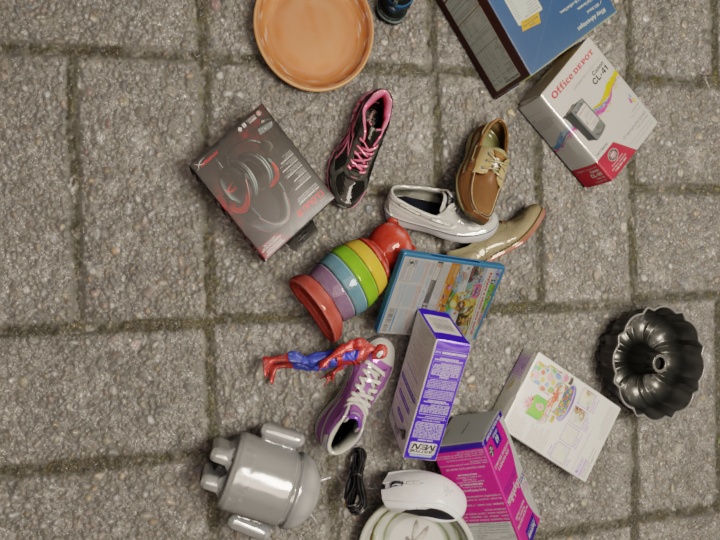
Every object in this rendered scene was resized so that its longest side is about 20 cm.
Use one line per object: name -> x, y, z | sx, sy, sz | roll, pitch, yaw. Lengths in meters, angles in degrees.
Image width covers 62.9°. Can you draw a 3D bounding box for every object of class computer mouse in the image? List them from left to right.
computer mouse -> 0.071, 0.340, 0.925 | 0.193, 0.111, 0.045 | 5, 126, 10

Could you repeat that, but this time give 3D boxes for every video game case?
video game case -> 0.130, 0.044, 0.958 | 0.194, 0.018, 0.147 | 7, 116, -25

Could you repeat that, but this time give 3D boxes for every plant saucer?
plant saucer -> -0.075, -0.388, 0.948 | 0.193, 0.037, 0.208 | 0, 90, -12
plant saucer -> 0.093, 0.458, 0.973 | 0.193, 0.050, 0.208 | 1, 100, 5

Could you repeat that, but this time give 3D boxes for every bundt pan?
bundt pan -> 0.521, 0.163, 1.073 | 0.195, 0.076, 0.210 | 0, 91, -12

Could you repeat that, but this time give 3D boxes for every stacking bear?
stacking bear -> 0.000, 0.000, 0.935 | 0.198, 0.114, 0.122 | -38, 87, -17

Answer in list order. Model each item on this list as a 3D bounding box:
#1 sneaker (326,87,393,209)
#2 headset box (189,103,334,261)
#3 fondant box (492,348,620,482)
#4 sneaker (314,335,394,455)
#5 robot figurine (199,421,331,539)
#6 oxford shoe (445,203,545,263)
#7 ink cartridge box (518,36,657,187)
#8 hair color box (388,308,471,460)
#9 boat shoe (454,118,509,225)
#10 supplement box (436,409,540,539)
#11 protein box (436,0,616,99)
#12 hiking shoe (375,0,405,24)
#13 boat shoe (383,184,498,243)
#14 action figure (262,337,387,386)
sneaker -> 0.003, -0.199, 0.939 | 0.077, 0.095, 0.206 | 19, 88, -14
headset box -> -0.145, -0.124, 0.914 | 0.148, 0.075, 0.202 | -40, 99, -10
fondant box -> 0.343, 0.255, 1.042 | 0.197, 0.058, 0.147 | 33, 83, -12
sneaker -> 0.005, 0.201, 0.934 | 0.072, 0.114, 0.204 | 32, 82, -10
robot figurine -> -0.144, 0.322, 0.899 | 0.195, 0.113, 0.174 | 21, 91, -12
oxford shoe -> 0.232, -0.062, 1.008 | 0.198, 0.070, 0.076 | -38, 93, -11
ink cartridge box -> 0.400, -0.274, 1.036 | 0.200, 0.085, 0.148 | 44, 82, -11
hair color box -> 0.105, 0.179, 0.929 | 0.063, 0.110, 0.206 | 11, 108, -14
boat shoe -> 0.203, -0.170, 0.955 | 0.074, 0.074, 0.205 | 23, 55, -17
supplement box -> 0.209, 0.352, 0.971 | 0.101, 0.101, 0.205 | -31, 102, -56
protein box -> 0.271, -0.441, 0.978 | 0.196, 0.135, 0.203 | -36, 98, -10
hiking shoe -> 0.085, -0.508, 0.958 | 0.072, 0.087, 0.207 | 15, 87, -12
boat shoe -> 0.136, -0.097, 0.962 | 0.193, 0.066, 0.076 | 5, 60, -4
action figure -> -0.052, 0.143, 0.924 | 0.193, 0.066, 0.053 | -13, 59, 1
